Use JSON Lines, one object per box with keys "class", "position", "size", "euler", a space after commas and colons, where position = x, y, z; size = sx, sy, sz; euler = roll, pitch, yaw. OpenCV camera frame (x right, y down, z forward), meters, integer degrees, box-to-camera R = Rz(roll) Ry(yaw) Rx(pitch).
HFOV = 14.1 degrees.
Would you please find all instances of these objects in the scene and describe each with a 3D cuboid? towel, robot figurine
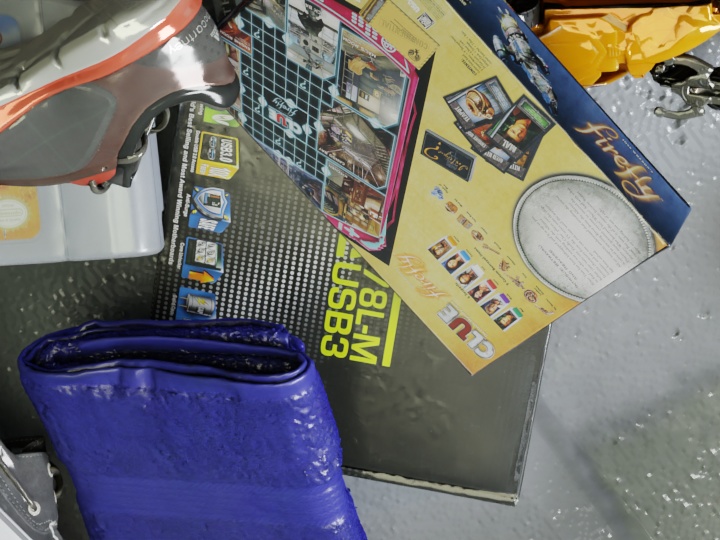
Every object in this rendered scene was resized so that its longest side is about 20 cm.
{"class": "towel", "position": [-0.068, 0.101, 1.395], "size": [0.147, 0.050, 0.200], "euler": [3, 135, 20]}
{"class": "robot figurine", "position": [0.125, -0.140, 1.325], "size": [0.199, 0.058, 0.146], "euler": [-2, 118, 6]}

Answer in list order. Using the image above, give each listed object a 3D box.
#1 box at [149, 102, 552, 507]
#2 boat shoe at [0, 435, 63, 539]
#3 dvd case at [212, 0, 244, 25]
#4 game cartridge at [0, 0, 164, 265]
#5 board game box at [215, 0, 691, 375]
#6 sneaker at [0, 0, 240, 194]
{"class": "box", "position": [0.000, 0.000, 1.394], "size": [0.192, 0.048, 0.201], "euler": [12, 110, 4]}
{"class": "boat shoe", "position": [-0.178, 0.100, 1.404], "size": [0.066, 0.070, 0.200], "euler": [-48, 109, -21]}
{"class": "dvd case", "position": [0.007, -0.189, 1.290], "size": [0.199, 0.022, 0.147], "euler": [-8, 100, 33]}
{"class": "game cartridge", "position": [-0.195, -0.067, 1.373], "size": [0.199, 0.042, 0.134], "euler": [-4, 102, 13]}
{"class": "board game box", "position": [0.032, -0.061, 1.301], "size": [0.200, 0.035, 0.135], "euler": [47, 130, -9]}
{"class": "sneaker", "position": [-0.141, -0.059, 1.309], "size": [0.199, 0.077, 0.082], "euler": [-25, 114, 25]}
